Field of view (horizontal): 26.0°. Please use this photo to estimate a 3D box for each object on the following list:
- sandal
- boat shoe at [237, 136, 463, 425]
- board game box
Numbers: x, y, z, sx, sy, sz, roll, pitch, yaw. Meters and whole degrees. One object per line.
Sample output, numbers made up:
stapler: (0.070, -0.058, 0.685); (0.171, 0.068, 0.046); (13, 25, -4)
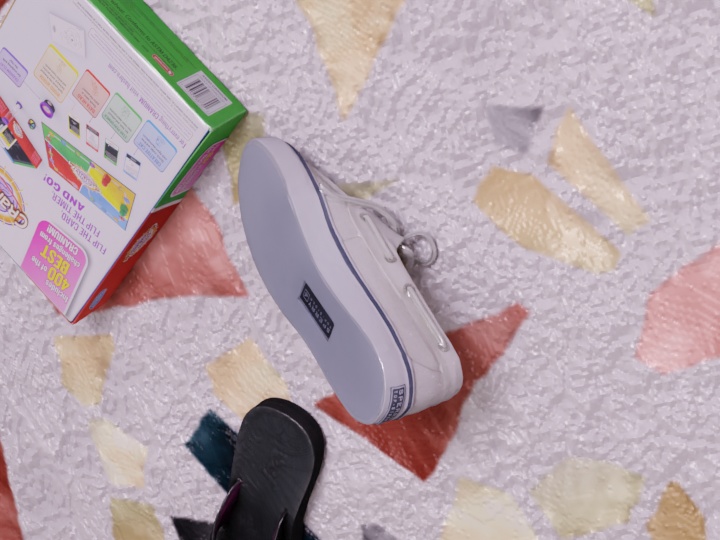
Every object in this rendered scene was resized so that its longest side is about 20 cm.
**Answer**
sandal: (-0.073, 0.177, 1.036); (0.075, 0.048, 0.202); (21, 121, 22)
boat shoe: (0.002, -0.003, 0.894); (0.202, 0.086, 0.075); (56, 140, 35)
board game box: (-0.180, -0.084, 0.988); (0.153, 0.040, 0.200); (47, 128, 5)
